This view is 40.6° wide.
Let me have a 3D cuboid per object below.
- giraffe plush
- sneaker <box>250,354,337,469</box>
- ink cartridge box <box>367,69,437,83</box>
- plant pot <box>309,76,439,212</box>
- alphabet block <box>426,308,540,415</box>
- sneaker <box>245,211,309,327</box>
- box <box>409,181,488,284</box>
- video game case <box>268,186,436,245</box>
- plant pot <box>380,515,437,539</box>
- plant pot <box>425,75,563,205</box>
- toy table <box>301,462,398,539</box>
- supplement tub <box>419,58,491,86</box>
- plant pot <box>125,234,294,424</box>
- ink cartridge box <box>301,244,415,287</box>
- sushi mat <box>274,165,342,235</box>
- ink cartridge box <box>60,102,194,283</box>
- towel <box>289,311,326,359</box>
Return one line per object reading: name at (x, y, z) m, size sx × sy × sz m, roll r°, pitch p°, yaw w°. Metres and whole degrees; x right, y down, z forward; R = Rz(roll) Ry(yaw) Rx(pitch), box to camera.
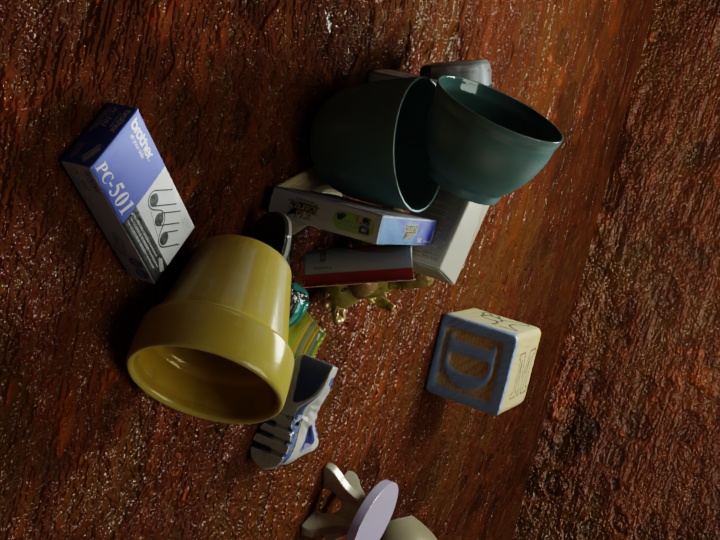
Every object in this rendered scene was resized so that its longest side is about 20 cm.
giraffe plush at (0.000, 0.000, 1.626) m, size 0.162 × 0.173 × 0.200 m, roll -22°, pitch 160°, yaw -48°
sneaker at (-0.104, 0.241, 1.618) m, size 0.200 × 0.080 × 0.115 m, roll -62°, pitch 158°, yaw -8°
ink cartridge box at (0.078, -0.222, 1.615) m, size 0.085 × 0.145 × 0.200 m, roll -23°, pitch 126°, yaw -56°
plant pot at (0.021, -0.194, 1.475) m, size 0.201 × 0.161 × 0.201 m, roll -26°, pitch 119°, yaw -60°
alphabet block at (0.292, 0.209, 2.295) m, size 0.200 × 0.195 × 0.197 m, roll -3°, pitch 110°, yaw -63°
sneaker at (-0.119, 0.012, 1.415) m, size 0.121 × 0.084 × 0.200 m, roll -3°, pitch 115°, yaw -59°
box at (0.139, -0.089, 1.551) m, size 0.200 × 0.095 × 0.078 m, roll -64°, pitch 149°, yaw -9°
video game case at (-0.009, -0.078, 1.447) m, size 0.200 × 0.181 × 0.046 m, roll -1°, pitch 106°, yaw -64°
plant pot at (0.089, 0.624, 2.164) m, size 0.200 × 0.200 × 0.135 m, roll 24°, pitch 48°, yaw -66°
plant pot at (0.178, -0.180, 1.431) m, size 0.200 × 0.200 × 0.134 m, roll -26°, pitch 145°, yaw -59°
toy table at (-0.020, 0.465, 1.878) m, size 0.200 × 0.117 × 0.184 m, roll -27°, pitch 129°, yaw -59°
supplement tub at (0.169, -0.258, 1.673) m, size 0.122 × 0.122 × 0.200 m, roll -24°, pitch 112°, yaw -59°
plant pot at (-0.172, 0.066, 1.234) m, size 0.201 × 0.200 × 0.189 m, roll 71°, pitch 26°, yaw -52°
ink cartridge box at (-0.004, -0.009, 1.410) m, size 0.200 × 0.162 × 0.050 m, roll -60°, pitch 146°, yaw -88°
sushi mat at (-0.078, -0.115, 1.512) m, size 0.200 × 0.012 × 0.096 m, roll -38°, pitch 139°, yaw -53°
ink cartridge box at (-0.259, -0.084, 1.107) m, size 0.094 × 0.044 × 0.200 m, roll -61°, pitch 153°, yaw -30°
towel at (-0.108, 0.098, 1.578) m, size 0.086 × 0.018 × 0.200 m, roll -66°, pitch 154°, yaw -19°
